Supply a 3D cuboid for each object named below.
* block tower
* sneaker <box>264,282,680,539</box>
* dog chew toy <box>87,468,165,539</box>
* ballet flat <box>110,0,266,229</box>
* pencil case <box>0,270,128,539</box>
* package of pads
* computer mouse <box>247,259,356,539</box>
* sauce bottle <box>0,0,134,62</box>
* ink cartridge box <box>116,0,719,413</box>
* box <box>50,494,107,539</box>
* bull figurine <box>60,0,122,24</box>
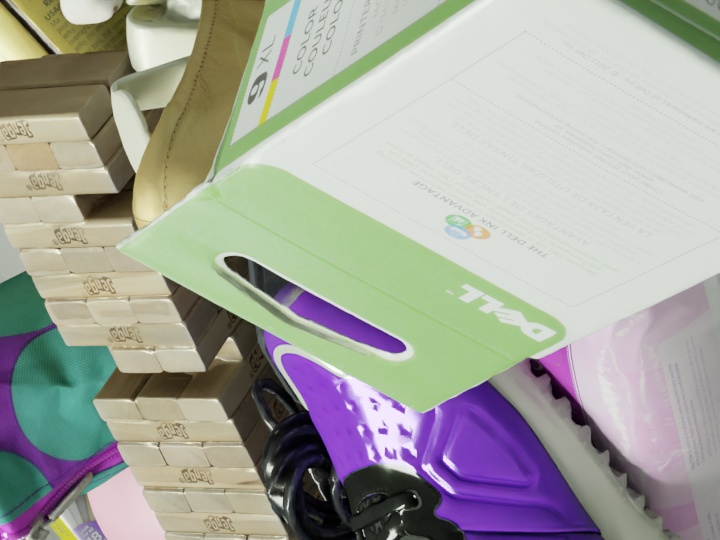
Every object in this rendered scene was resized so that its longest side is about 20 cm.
[{"bbox_3d":[-0.060,0.017,0.885,0.058,0.054,0.201,-1,128,32],"label":"block tower"},{"bbox_3d":[0.032,0.093,0.775,0.200,0.100,0.070,46,158,-5],"label":"sneaker"},{"bbox_3d":[-0.034,0.114,1.211,0.200,0.125,0.124,51,164,-32],"label":"dog chew toy"},{"bbox_3d":[-0.043,-0.066,0.797,0.200,0.063,0.069,-99,1,-63],"label":"ballet flat"},{"bbox_3d":[-0.075,0.027,0.979,0.093,0.200,0.085,53,161,21],"label":"pencil case"},{"bbox_3d":[0.074,0.024,0.821,0.120,0.076,0.200,33,157,35],"label":"package of pads"},{"bbox_3d":[0.000,0.000,0.885,0.138,0.053,0.201,41,-145,-64],"label":"computer mouse"},{"bbox_3d":[-0.116,-0.092,0.919,0.200,0.065,0.065,48,163,-6],"label":"sauce bottle"},{"bbox_3d":[0.035,-0.036,0.655,0.104,0.060,0.200,28,150,-22],"label":"ink cartridge box"},{"bbox_3d":[-0.079,0.125,1.337,0.200,0.117,0.048,52,162,-7],"label":"box"},{"bbox_3d":[-0.119,-0.168,0.825,0.200,0.065,0.121,54,-167,-2],"label":"bull figurine"}]
